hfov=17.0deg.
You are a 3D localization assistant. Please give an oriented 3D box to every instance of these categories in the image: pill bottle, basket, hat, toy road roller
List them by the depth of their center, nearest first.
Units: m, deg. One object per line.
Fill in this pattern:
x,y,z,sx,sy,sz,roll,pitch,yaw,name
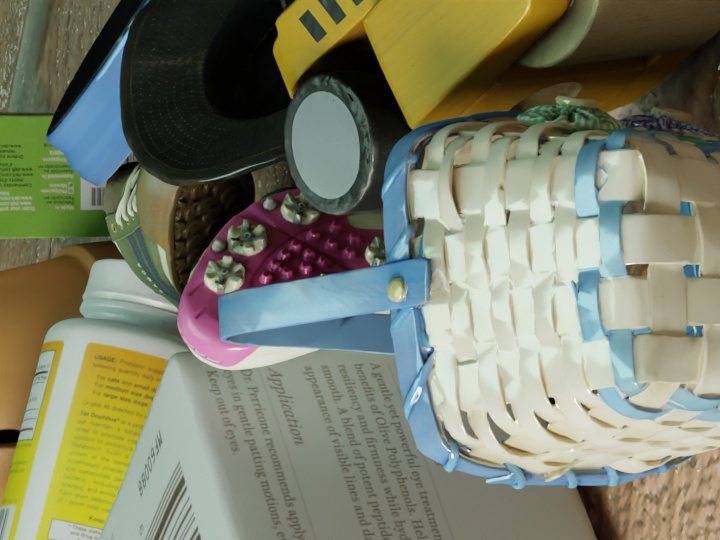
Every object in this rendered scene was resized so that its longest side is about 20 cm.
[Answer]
0.071,0.011,0.893,0.200,0.176,0.139,-17,75,44,basket
0.042,-0.120,0.947,0.200,0.123,0.146,-38,69,48,toy road roller
-0.013,-0.100,1.127,0.201,0.081,0.201,-20,46,23,hat
-0.138,0.099,1.361,0.109,0.109,0.200,-14,60,64,pill bottle

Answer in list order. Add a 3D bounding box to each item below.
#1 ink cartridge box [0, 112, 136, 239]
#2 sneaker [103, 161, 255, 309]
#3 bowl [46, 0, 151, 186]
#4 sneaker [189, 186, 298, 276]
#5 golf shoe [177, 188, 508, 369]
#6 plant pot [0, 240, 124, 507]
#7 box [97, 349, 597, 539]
-0.216,-0.062,1.508,0.200,0.148,0.076,-172,82,-65,ink cartridge box
-0.100,-0.027,1.238,0.090,0.067,0.200,33,166,20,sneaker
-0.102,-0.138,1.274,0.201,0.039,0.201,-54,12,17,bowl
-0.049,0.012,1.151,0.085,0.074,0.200,33,158,15,sneaker
0.000,0.000,1.037,0.075,0.200,0.092,40,141,23,golf shoe
-0.206,0.080,1.499,0.200,0.140,0.200,180,90,-65,plant pot
-0.005,0.165,1.042,0.200,0.171,0.199,114,146,-45,box
